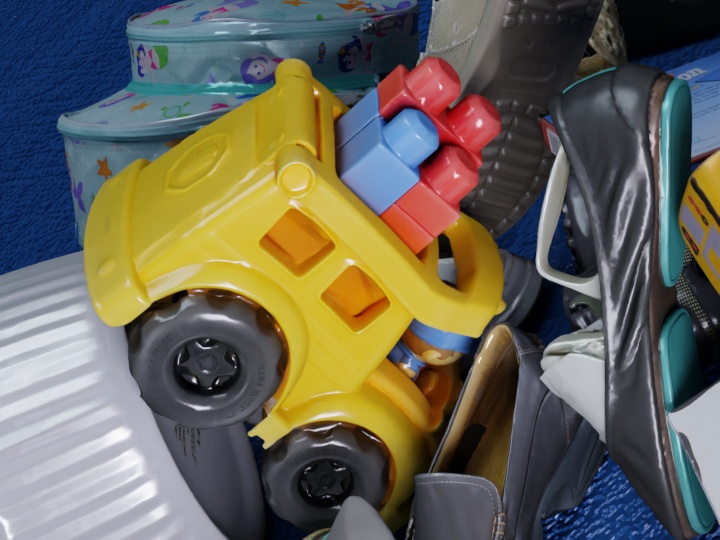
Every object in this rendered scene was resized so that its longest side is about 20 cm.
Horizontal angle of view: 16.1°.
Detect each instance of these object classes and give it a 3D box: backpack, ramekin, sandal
[{"bbox_3d":[-0.057,-0.071,1.349,0.199,0.152,0.177,-20,18,-34],"label":"backpack"},{"bbox_3d":[-0.126,0.085,1.245,0.104,0.201,0.201,-23,31,11],"label":"ramekin"},{"bbox_3d":[0.102,-0.124,1.341,0.070,0.077,0.212,-70,17,-1],"label":"sandal"}]

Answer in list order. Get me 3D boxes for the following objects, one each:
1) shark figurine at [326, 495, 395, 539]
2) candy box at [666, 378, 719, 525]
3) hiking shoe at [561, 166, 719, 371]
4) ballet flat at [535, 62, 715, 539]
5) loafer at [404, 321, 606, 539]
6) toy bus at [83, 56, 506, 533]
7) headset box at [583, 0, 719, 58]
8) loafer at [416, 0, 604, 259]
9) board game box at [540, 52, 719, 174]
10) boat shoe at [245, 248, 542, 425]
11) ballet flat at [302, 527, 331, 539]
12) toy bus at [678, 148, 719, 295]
[{"bbox_3d":[0.054,0.168,0.998,0.213,0.089,0.129,13,78,31],"label":"shark figurine"},{"bbox_3d":[0.233,0.066,0.961,0.199,0.072,0.168,-34,29,10],"label":"candy box"},{"bbox_3d":[0.148,-0.010,1.192,0.100,0.076,0.201,-12,35,11],"label":"hiking shoe"},{"bbox_3d":[0.110,0.014,1.074,0.068,0.202,0.068,-2,7,22],"label":"ballet flat"},{"bbox_3d":[0.043,0.113,1.120,0.072,0.072,0.201,-11,41,39],"label":"loafer"},{"bbox_3d":[0.000,0.000,1.180,0.192,0.200,0.136,-37,26,18],"label":"toy bus"},{"bbox_3d":[0.144,-0.214,1.357,0.199,0.174,0.093,-14,37,41],"label":"headset box"},{"bbox_3d":[0.063,-0.095,1.234,0.201,0.075,0.068,-64,31,27],"label":"loafer"},{"bbox_3d":[0.194,-0.082,1.195,0.199,0.020,0.103,-21,27,-13],"label":"board game box"},{"bbox_3d":[-0.002,0.023,1.307,0.199,0.069,0.071,-20,31,31],"label":"boat shoe"},{"bbox_3d":[-0.032,0.201,1.107,0.070,0.071,0.201,-21,34,31],"label":"ballet flat"},{"bbox_3d":[0.228,-0.054,1.012,0.199,0.078,0.065,-29,71,-10],"label":"toy bus"}]
